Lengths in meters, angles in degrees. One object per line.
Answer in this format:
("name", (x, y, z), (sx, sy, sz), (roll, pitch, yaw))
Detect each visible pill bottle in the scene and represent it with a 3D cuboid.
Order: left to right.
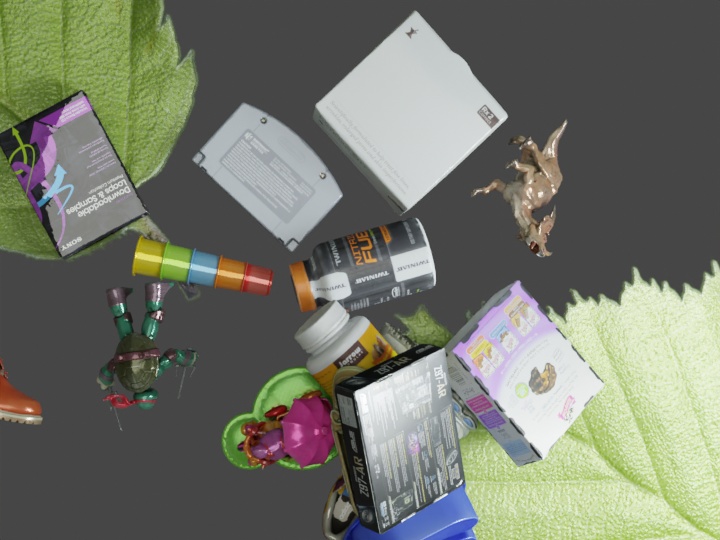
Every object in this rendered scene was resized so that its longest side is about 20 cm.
("pill bottle", (0.000, 0.000, 1.610), (0.198, 0.106, 0.107), (-16, 90, -5))
("pill bottle", (0.001, 0.140, 1.553), (0.109, 0.109, 0.200), (-41, 97, -4))

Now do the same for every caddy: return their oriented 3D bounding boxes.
("caddy", (0.072, 0.359, 1.584), (0.199, 0.142, 0.105), (-23, 54, -15))

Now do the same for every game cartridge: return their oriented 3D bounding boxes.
("game cartridge", (-0.129, -0.141, 1.640), (0.200, 0.040, 0.133), (43, 90, -2))

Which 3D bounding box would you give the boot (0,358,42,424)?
("boot", (-0.526, 0.144, 1.586), (0.199, 0.075, 0.108), (27, 82, -2))

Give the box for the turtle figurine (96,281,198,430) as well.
("turtle figurine", (-0.305, 0.121, 1.591), (0.148, 0.101, 0.202), (-5, 85, -4))

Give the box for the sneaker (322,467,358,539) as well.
("sneaker", (0.005, 0.294, 1.606), (0.074, 0.090, 0.202), (21, 88, 7))

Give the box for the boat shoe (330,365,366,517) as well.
("boat shoe", (-0.002, 0.226, 1.490), (0.072, 0.063, 0.203), (-1, 109, 12))

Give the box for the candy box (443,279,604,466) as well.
("candy box", (0.225, 0.147, 1.608), (0.200, 0.071, 0.168), (50, 58, -2))

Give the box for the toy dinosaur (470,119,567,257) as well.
("toy dinosaur", (0.258, -0.119, 1.649), (0.135, 0.086, 0.201), (41, 70, -13))

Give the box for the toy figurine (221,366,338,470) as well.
("toy figurine", (-0.103, 0.223, 1.558), (0.198, 0.184, 0.151), (-21, 90, -4))

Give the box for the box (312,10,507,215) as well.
("box", (0.066, -0.219, 1.608), (0.200, 0.131, 0.199), (-43, 91, -4))

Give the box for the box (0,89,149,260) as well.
("box", (-0.412, -0.136, 1.618), (0.142, 0.036, 0.201), (-29, 92, -4))

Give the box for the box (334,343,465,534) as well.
("box", (0.055, 0.216, 1.469), (0.159, 0.043, 0.202), (-23, 110, -35))

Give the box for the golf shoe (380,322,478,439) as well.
("golf shoe", (0.079, 0.171, 1.630), (0.097, 0.078, 0.200), (-40, 89, 5))

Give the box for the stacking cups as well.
("stacking cups", (-0.225, 0.001, 1.616), (0.198, 0.061, 0.061), (13, 88, -4))
